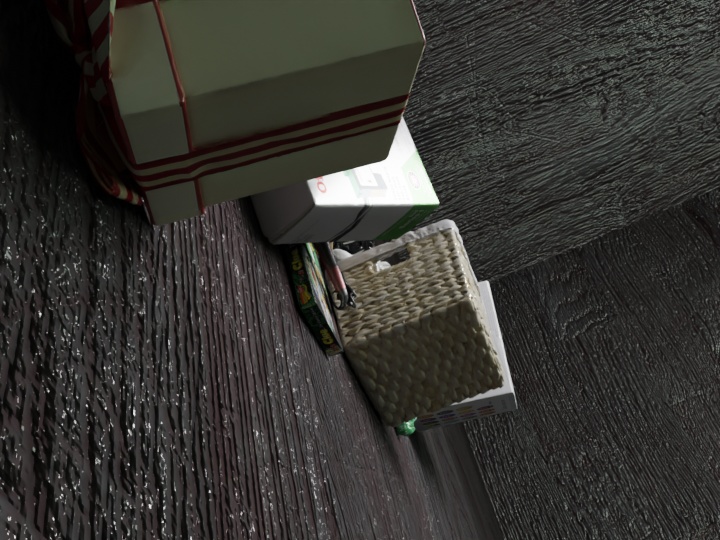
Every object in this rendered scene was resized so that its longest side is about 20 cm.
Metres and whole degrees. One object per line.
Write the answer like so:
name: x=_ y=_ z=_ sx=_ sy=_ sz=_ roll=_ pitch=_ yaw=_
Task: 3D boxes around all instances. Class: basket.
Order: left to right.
basket: x=0.077 y=0.074 z=1.286 sx=0.162 sy=0.196 sz=0.201 roll=-104 pitch=171 yaw=-49

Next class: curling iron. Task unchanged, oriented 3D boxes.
curling iron: x=-0.055 y=-0.042 z=1.108 sx=0.202 sy=0.025 sz=0.050 roll=64 pitch=-18 yaw=11

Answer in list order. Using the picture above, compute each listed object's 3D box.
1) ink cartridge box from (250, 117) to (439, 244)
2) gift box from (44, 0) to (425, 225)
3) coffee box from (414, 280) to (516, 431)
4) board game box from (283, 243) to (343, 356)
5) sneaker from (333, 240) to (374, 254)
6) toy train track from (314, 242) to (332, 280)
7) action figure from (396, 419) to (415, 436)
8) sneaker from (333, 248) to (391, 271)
ink cartridge box: x=-0.027 y=-0.112 z=1.023 sx=0.199 sy=0.084 sz=0.147 roll=-5 pitch=67 yaw=-47
gift box: x=-0.083 y=-0.152 z=0.533 sx=0.200 sy=0.185 sz=0.186 roll=99 pitch=-27 yaw=-69
coffee box: x=0.159 y=0.158 z=1.666 sx=0.200 sy=0.195 sz=0.202 roll=57 pitch=21 yaw=-70
board game box: x=-0.065 y=-0.008 z=1.088 sx=0.105 sy=0.023 sz=0.201 roll=61 pitch=9 yaw=-50
sneaker: x=-0.029 y=-0.090 z=1.597 sx=0.079 sy=0.073 sz=0.202 roll=95 pitch=-25 yaw=-83
toy train track: x=-0.047 y=-0.055 z=1.170 sx=0.200 sy=0.032 sz=0.116 roll=121 pitch=-29 yaw=-76
action figure: x=0.058 y=0.171 z=1.479 sx=0.119 sy=0.054 sz=0.202 roll=64 pitch=13 yaw=-49
sneaker: x=0.000 y=0.000 z=1.405 sx=0.200 sy=0.086 sz=0.075 roll=42 pitch=28 yaw=-77
